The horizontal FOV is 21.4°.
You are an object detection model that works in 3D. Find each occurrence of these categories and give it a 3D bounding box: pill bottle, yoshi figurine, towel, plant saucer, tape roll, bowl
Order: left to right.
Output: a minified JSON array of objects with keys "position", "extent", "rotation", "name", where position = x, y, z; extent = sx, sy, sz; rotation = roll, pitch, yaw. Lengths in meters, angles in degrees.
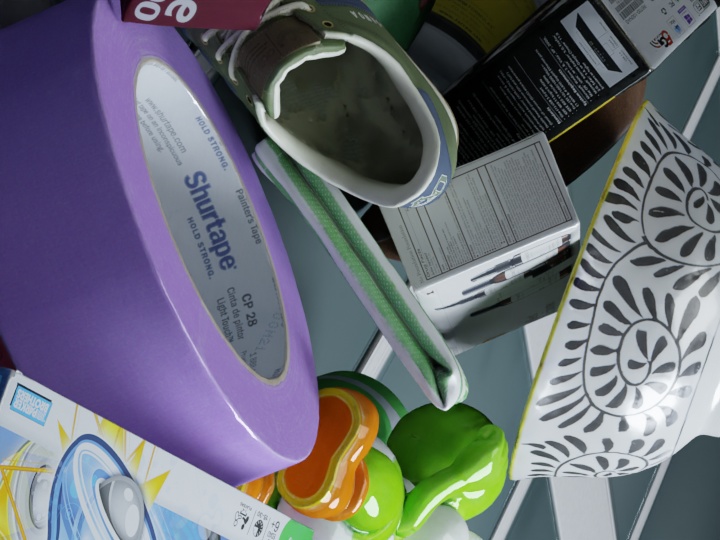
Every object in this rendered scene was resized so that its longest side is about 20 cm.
[{"position":[-0.085,-0.009,0.754],"extent":[0.200,0.065,0.202],"rotation":[-22,90,-79],"name":"tape roll"},{"position":[0.000,0.000,0.912],"extent":[0.023,0.153,0.200],"rotation":[-36,180,-1],"name":"towel"},{"position":[0.009,0.091,0.898],"extent":[0.112,0.113,0.200],"rotation":[-39,146,10],"name":"yoshi figurine"},{"position":[0.057,-0.156,1.069],"extent":[0.113,0.111,0.201],"rotation":[73,35,-43],"name":"pill bottle"},{"position":[0.084,-0.063,1.074],"extent":[0.035,0.200,0.200],"rotation":[53,40,-11],"name":"plant saucer"},{"position":[0.151,0.026,0.950],"extent":[0.201,0.093,0.202],"rotation":[21,90,-81],"name":"bowl"}]

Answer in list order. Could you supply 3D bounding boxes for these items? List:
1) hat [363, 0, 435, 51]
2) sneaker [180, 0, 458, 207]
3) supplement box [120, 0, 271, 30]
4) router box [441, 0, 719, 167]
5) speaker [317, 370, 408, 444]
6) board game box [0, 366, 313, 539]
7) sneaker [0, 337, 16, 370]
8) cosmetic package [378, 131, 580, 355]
[{"position":[0.034,-0.175,0.871],"extent":[0.166,0.175,0.200],"rotation":[51,31,-18],"name":"hat"},{"position":[-0.032,-0.100,0.778],"extent":[0.067,0.200,0.090],"rotation":[-43,-168,12],"name":"sneaker"},{"position":[-0.060,-0.205,0.718],"extent":[0.109,0.060,0.202],"rotation":[135,-49,-59],"name":"supplement box"},{"position":[0.125,-0.125,0.937],"extent":[0.051,0.149,0.200],"rotation":[51,48,-4],"name":"router box"},{"position":[-0.044,0.126,0.975],"extent":[0.200,0.088,0.089],"rotation":[-42,135,-55],"name":"speaker"},{"position":[-0.092,0.124,0.639],"extent":[0.200,0.034,0.137],"rotation":[38,65,-56],"name":"board game box"},{"position":[-0.131,0.060,0.785],"extent":[0.201,0.081,0.089],"rotation":[78,27,-50],"name":"sneaker"},{"position":[0.062,-0.006,0.932],"extent":[0.200,0.082,0.051],"rotation":[58,12,-77],"name":"cosmetic package"}]
